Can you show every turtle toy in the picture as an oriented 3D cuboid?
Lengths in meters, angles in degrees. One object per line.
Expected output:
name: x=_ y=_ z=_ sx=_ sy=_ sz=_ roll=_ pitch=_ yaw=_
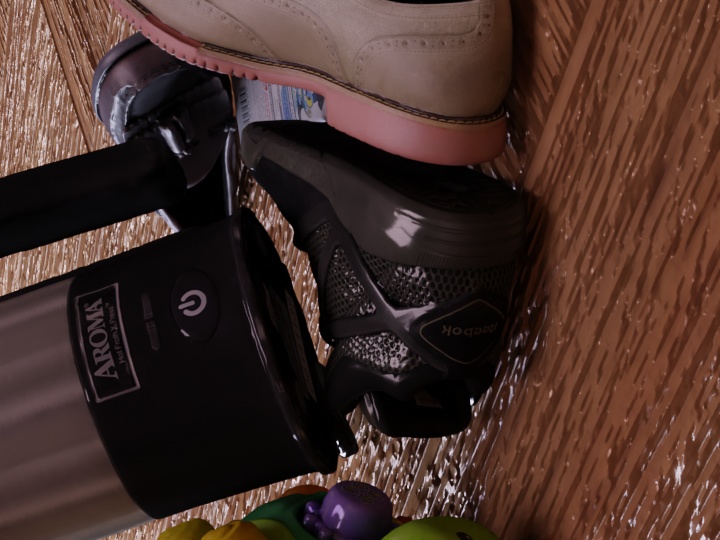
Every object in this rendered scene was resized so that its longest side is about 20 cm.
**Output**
turtle toy: x=0.001 y=0.146 z=0.864 sx=0.146 sy=0.101 sz=0.200 roll=53 pitch=161 yaw=-6

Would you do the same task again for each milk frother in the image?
milk frother: x=-0.106 y=0.064 z=0.924 sx=0.181 sy=0.188 sz=0.200 roll=-102 pitch=-9 yaw=-45

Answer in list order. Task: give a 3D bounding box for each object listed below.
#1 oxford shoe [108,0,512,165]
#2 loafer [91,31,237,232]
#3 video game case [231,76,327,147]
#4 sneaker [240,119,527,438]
oxford shoe: x=-0.021 y=-0.110 z=0.819 sx=0.200 sy=0.071 sz=0.074 roll=25 pitch=119 yaw=25
loafer: x=-0.088 y=-0.063 z=1.074 sx=0.063 sy=0.072 sz=0.200 roll=61 pitch=173 yaw=16
video game case: x=-0.034 y=-0.163 z=0.977 sx=0.182 sy=0.022 sz=0.200 roll=167 pitch=96 yaw=-70
sneaker: x=0.000 y=0.000 z=0.859 sx=0.199 sy=0.076 sz=0.114 roll=35 pitch=123 yaw=57
